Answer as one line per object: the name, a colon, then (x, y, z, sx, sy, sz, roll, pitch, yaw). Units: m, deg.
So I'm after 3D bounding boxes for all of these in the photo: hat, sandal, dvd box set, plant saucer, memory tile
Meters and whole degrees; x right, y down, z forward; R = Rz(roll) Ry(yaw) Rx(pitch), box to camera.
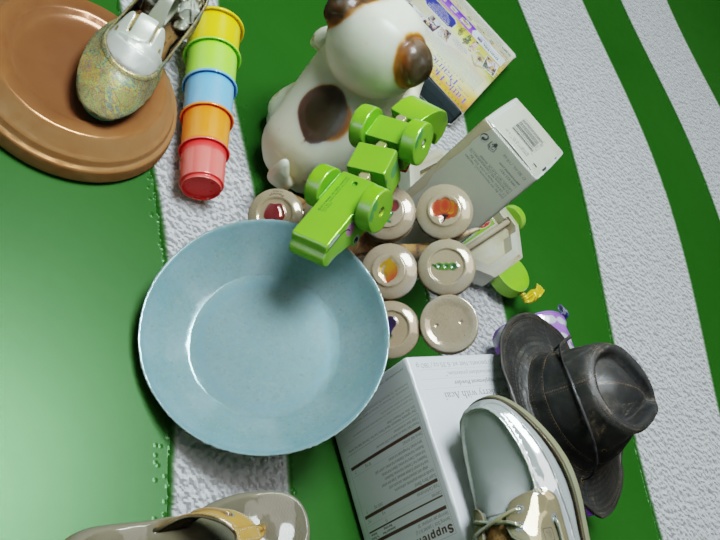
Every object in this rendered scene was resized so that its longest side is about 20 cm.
hat: (0.205, 0.111, 0.830, 0.200, 0.081, 0.201, 39, 35, -35)
sandal: (-0.114, 0.197, 0.677, 0.199, 0.054, 0.081, 2, 60, -38)
dvd box set: (0.108, -0.280, 1.213, 0.146, 0.029, 0.200, 45, 42, -5)
plant saucer: (-0.249, -0.170, 0.841, 0.200, 0.037, 0.201, 20, 50, -27)
memory tile: (0.000, 0.000, 0.829, 0.199, 0.017, 0.154, -1, 77, 4)
plant saucer: (-0.077, 0.055, 0.782, 0.200, 0.039, 0.202, 2, 66, -5)

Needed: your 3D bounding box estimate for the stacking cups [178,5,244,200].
stacking cups: (-0.148, -0.157, 0.905, 0.060, 0.060, 0.201, 21, 53, -27)

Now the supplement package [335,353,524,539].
supplement package: (0.076, 0.184, 0.793, 0.121, 0.120, 0.201, 2, 60, -39)

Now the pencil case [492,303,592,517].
pencil case: (0.191, 0.138, 0.953, 0.086, 0.084, 0.201, 50, 25, -60)

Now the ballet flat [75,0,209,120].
ballet flat: (-0.186, -0.210, 0.847, 0.071, 0.071, 0.200, 36, 44, -14)

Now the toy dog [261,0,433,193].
toy dog: (-0.014, -0.177, 0.908, 0.140, 0.200, 0.194, 47, 41, 10)

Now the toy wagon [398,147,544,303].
toy wagon: (0.122, -0.041, 1.050, 0.155, 0.040, 0.200, -30, 83, -46)

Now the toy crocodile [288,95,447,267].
toy crocodile: (0.009, -0.079, 0.812, 0.067, 0.062, 0.200, 19, 58, 24)

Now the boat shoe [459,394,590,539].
boat shoe: (0.118, 0.185, 0.683, 0.068, 0.075, 0.201, -7, 67, -47)

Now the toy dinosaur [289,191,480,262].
toy dinosaur: (-0.008, -0.020, 0.861, 0.199, 0.107, 0.060, 19, 1, 22)

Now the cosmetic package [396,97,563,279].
cosmetic package: (0.085, -0.064, 0.908, 0.073, 0.200, 0.104, 50, 31, 1)
